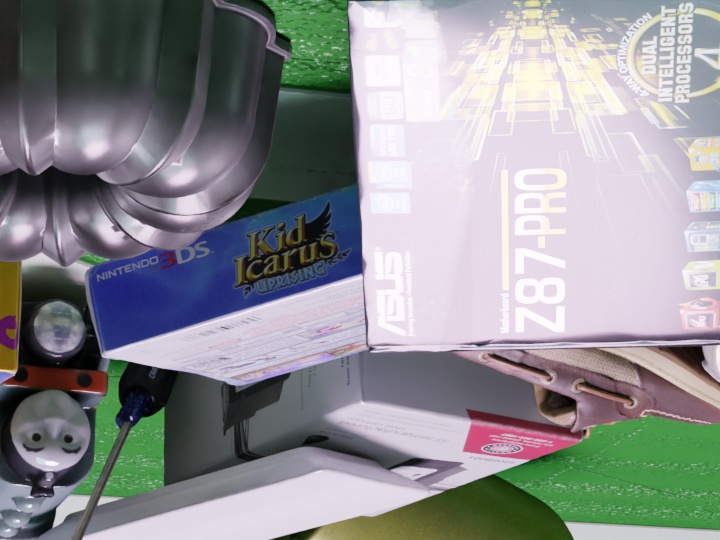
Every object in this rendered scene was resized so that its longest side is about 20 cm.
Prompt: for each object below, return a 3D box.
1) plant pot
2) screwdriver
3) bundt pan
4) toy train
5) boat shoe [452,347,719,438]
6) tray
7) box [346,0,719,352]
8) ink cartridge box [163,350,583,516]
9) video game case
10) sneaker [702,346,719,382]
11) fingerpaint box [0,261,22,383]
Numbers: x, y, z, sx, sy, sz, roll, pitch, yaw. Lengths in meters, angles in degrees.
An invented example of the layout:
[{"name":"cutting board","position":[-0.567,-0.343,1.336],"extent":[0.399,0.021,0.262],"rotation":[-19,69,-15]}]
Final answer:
[{"name":"plant pot","position":[0.007,0.174,1.795],"extent":[0.187,0.188,0.200],"rotation":[-13,143,32]},{"name":"screwdriver","position":[-0.126,0.085,1.516],"extent":[0.028,0.029,0.200],"rotation":[-25,-163,23]},{"name":"bundt pan","position":[-0.129,-0.057,1.209],"extent":[0.201,0.076,0.202],"rotation":[0,161,0]},{"name":"toy train","position":[-0.181,0.082,1.561],"extent":[0.085,0.114,0.200],"rotation":[5,161,-19]},{"name":"boat shoe","position":[0.114,0.045,1.495],"extent":[0.200,0.072,0.072],"rotation":[22,117,-42]},{"name":"tray","position":[-0.072,0.125,1.548],"extent":[0.199,0.022,0.107],"rotation":[-18,160,30]},{"name":"box","position":[0.077,-0.051,1.158],"extent":[0.160,0.049,0.200],"rotation":[0,136,2]},{"name":"ink cartridge box","position":[0.003,0.067,1.573],"extent":[0.145,0.084,0.200],"rotation":[11,158,-32]},{"name":"video game case","position":[0.000,0.000,1.339],"extent":[0.199,0.046,0.181],"rotation":[-17,168,14]},{"name":"sneaker","position":[0.199,0.027,1.458],"extent":[0.081,0.089,0.200],"rotation":[-4,162,9]},{"name":"fingerpaint box","position":[-0.279,0.033,1.473],"extent":[0.166,0.074,0.200],"rotation":[8,160,-23]}]
